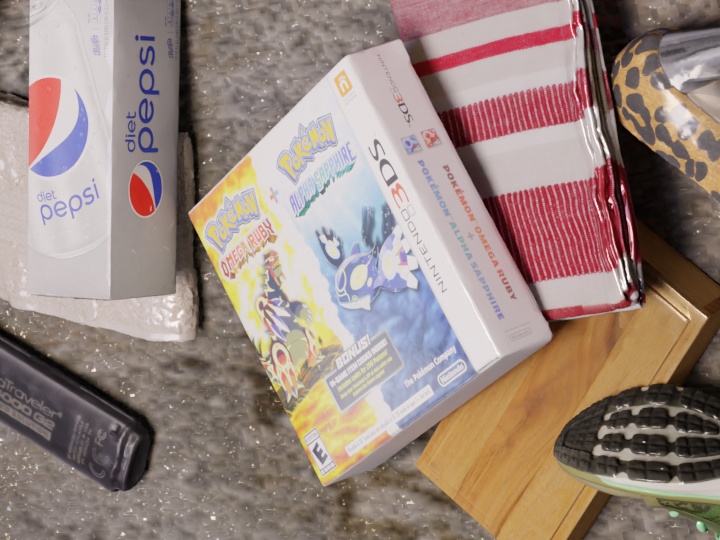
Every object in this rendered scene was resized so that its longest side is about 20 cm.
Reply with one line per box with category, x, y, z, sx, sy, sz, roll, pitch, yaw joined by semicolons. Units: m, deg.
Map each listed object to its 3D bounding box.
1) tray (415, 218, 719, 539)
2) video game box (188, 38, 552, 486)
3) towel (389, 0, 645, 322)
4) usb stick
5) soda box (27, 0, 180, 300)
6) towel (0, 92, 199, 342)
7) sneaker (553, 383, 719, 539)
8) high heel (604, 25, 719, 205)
tray;0.112;0.063;1.397;0.099;0.037;0.200;40;125;18
video game box;0.000;0.000;1.415;0.200;0.047;0.183;-41;70;51
towel;0.078;-0.071;1.348;0.144;0.023;0.201;-11;91;52
usb stick;-0.217;0.076;1.651;0.200;0.033;0.056;29;115;26
soda box;-0.148;-0.084;1.486;0.063;0.068;0.201;4;95;32
towel;-0.182;-0.037;1.582;0.199;0.034;0.133;13;114;33
sneaker;0.194;0.121;1.321;0.199;0.077;0.089;10;129;20
high heel;0.195;-0.029;1.289;0.142;0.071;0.201;-6;103;47
